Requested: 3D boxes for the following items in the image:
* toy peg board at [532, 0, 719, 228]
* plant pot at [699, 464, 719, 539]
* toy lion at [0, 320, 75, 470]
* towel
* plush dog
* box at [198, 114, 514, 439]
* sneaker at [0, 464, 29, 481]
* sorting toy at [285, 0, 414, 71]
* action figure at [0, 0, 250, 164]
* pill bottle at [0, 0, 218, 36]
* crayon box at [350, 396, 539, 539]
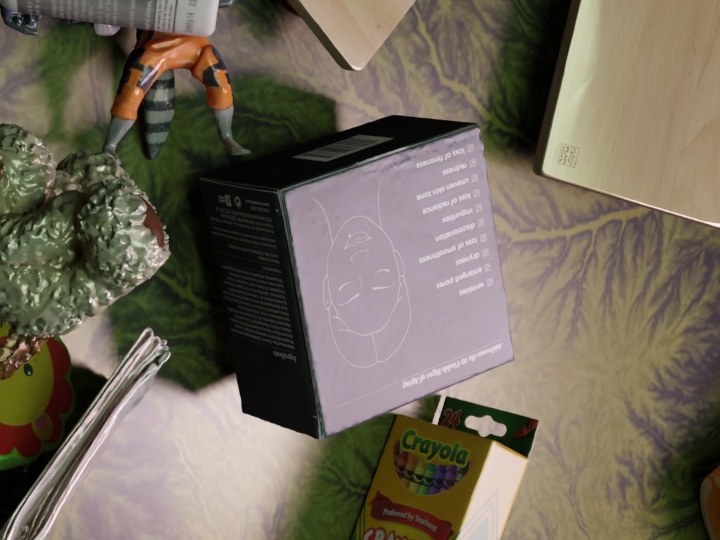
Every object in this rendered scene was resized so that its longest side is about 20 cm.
[{"bbox_3d":[0.244,-0.159,2.029,0.198,0.098,0.202,14,88,-24],"label":"toy peg board"},{"bbox_3d":[0.432,0.216,2.179,0.182,0.200,0.202,-22,112,-17],"label":"plant pot"},{"bbox_3d":[-0.270,0.032,1.597,0.200,0.068,0.193,46,43,-34],"label":"toy lion"},{"bbox_3d":[-0.208,0.141,1.640,0.032,0.200,0.192,36,72,-3],"label":"towel"},{"bbox_3d":[-0.238,-0.039,1.516,0.160,0.200,0.172,-42,106,-2],"label":"plush dog"},{"bbox_3d":[0.000,0.000,1.782,0.199,0.124,0.198,-20,107,-32],"label":"box"},{"bbox_3d":[-0.302,0.066,1.637,0.200,0.076,0.089,49,43,-34],"label":"sneaker"},{"bbox_3d":[-0.021,-0.297,1.791,0.199,0.069,0.200,-53,126,-19],"label":"sorting toy"},{"bbox_3d":[-0.174,-0.177,1.694,0.198,0.105,0.195,-5,94,-13],"label":"action figure"},{"bbox_3d":[-0.193,-0.231,1.586,0.198,0.114,0.115,7,94,-6],"label":"pill bottle"},{"bbox_3d":[0.062,0.201,1.904,0.051,0.126,0.202,27,79,-38],"label":"crayon box"}]
